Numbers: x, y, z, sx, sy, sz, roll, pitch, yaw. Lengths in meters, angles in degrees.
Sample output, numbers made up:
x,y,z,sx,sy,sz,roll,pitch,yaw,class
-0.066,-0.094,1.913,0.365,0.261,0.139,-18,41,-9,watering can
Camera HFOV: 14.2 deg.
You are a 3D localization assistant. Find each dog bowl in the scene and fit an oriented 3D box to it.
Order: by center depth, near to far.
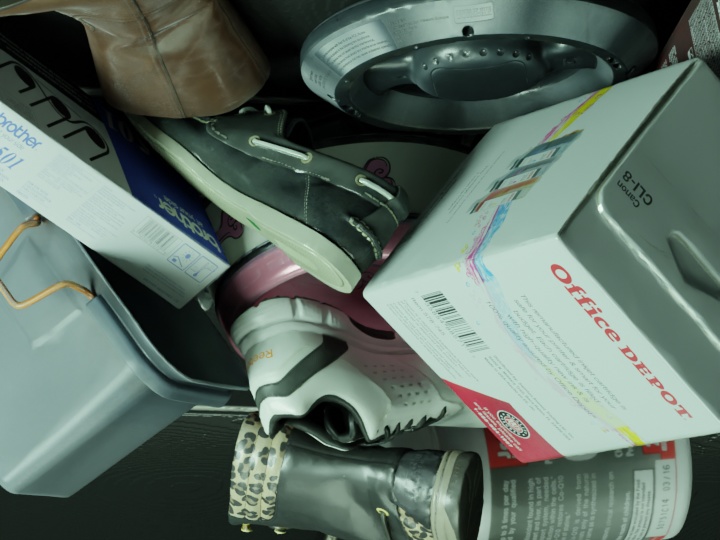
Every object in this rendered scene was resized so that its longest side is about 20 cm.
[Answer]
x,y,z,sx,sy,sz,roll,pitch,yaw,class
0.000,0.000,1.737,0.200,0.074,0.200,-5,151,-3,dog bowl

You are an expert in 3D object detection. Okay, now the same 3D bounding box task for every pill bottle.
x,y,z,sx,sy,sz,roll,pitch,yaw,class
0.110,0.131,1.929,0.199,0.114,0.114,-5,157,-12,pill bottle

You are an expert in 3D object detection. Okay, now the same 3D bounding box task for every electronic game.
x,y,z,sx,sy,sz,roll,pitch,yaw,class
0.066,-0.120,1.613,0.199,0.042,0.200,-3,164,-1,electronic game

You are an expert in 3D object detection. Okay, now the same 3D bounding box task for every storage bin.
x,y,z,sx,sy,sz,roll,pitch,yaw,class
-0.186,0.032,1.682,0.134,0.200,0.146,-42,161,12,storage bin

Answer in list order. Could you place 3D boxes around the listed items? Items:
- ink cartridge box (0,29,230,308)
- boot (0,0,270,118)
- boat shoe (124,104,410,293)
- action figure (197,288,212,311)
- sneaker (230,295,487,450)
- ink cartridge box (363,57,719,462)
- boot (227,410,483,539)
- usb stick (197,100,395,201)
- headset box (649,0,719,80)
x,y,z,sx,sy,sz,roll,pitch,yaw,class
-0.161,-0.063,1.633,0.044,0.094,0.200,-40,135,13,ink cartridge box
-0.154,-0.130,1.568,0.186,0.064,0.200,-5,160,7,boot
-0.056,-0.060,1.641,0.200,0.068,0.072,32,171,35,boat shoe
-0.024,-0.026,1.816,0.200,0.055,0.118,-17,148,24,action figure
0.010,0.077,1.722,0.200,0.080,0.074,12,144,-34,sneaker
0.133,-0.001,1.569,0.145,0.145,0.200,48,153,-16,ink cartridge box
-0.002,0.153,1.810,0.150,0.073,0.200,13,157,6,boot
-0.071,-0.061,1.748,0.200,0.033,0.055,-16,133,30,usb stick
0.245,-0.099,1.608,0.148,0.075,0.200,-4,157,-14,headset box
